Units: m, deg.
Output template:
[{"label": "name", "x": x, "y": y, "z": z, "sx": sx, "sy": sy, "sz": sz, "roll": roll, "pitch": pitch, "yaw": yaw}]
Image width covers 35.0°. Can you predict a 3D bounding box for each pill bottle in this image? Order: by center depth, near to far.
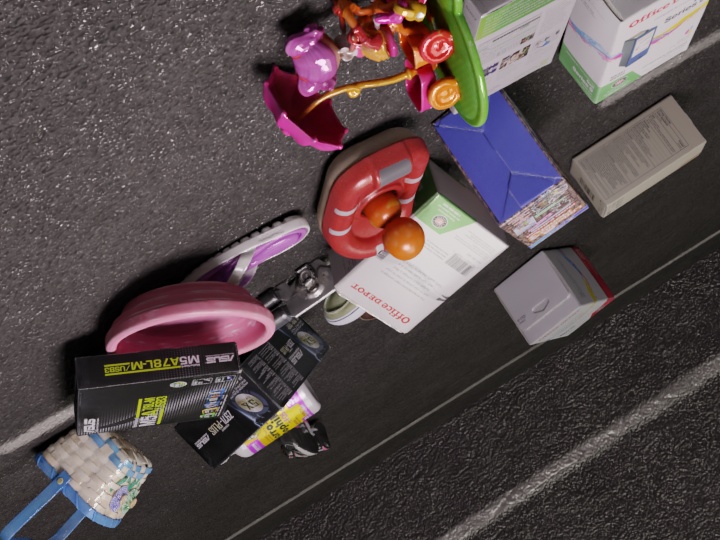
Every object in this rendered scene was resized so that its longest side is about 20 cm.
[{"label": "pill bottle", "x": -0.173, "y": 0.241, "z": 1.898, "sx": 0.199, "sy": 0.105, "sz": 0.104, "roll": -34, "pitch": 164, "yaw": 0}]

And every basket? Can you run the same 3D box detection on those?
[{"label": "basket", "x": -0.402, "y": 0.313, "z": 1.604, "sx": 0.200, "sy": 0.139, "sz": 0.176, "roll": -43, "pitch": 165, "yaw": -4}]

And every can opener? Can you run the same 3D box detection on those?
[{"label": "can opener", "x": -0.115, "y": 0.058, "z": 1.583, "sx": 0.199, "sy": 0.054, "sz": 0.067, "roll": -35, "pitch": 163, "yaw": 7}]

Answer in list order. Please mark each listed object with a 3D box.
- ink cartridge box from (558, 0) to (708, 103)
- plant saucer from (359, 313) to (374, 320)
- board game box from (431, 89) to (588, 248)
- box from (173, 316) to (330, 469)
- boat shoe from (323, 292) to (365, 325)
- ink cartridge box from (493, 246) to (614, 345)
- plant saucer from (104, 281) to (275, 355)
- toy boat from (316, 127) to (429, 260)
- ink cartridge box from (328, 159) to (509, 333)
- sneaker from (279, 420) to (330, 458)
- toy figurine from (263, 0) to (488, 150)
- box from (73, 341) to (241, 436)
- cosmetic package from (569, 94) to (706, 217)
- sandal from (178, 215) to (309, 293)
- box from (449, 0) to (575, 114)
[{"label": "ink cartridge box", "x": 0.324, "y": -0.303, "z": 1.337, "sx": 0.145, "sy": 0.088, "sz": 0.200, "roll": -31, "pitch": 162, "yaw": -8}, {"label": "plant saucer", "x": 0.074, "y": 0.010, "z": 1.841, "sx": 0.199, "sy": 0.035, "sz": 0.200, "roll": -31, "pitch": 163, "yaw": -11}, {"label": "board game box", "x": 0.194, "y": -0.131, "z": 1.447, "sx": 0.097, "sy": 0.160, "sz": 0.200, "roll": -36, "pitch": 163, "yaw": 12}, {"label": "box", "x": -0.153, "y": 0.169, "z": 1.653, "sx": 0.164, "sy": 0.086, "sz": 0.200, "roll": -44, "pitch": -177, "yaw": 29}, {"label": "boat shoe", "x": 0.000, "y": 0.000, "z": 1.641, "sx": 0.062, "sy": 0.072, "sz": 0.200, "roll": 13, "pitch": 127, "yaw": -42}, {"label": "ink cartridge box", "x": 0.407, "y": 0.050, "z": 2.389, "sx": 0.145, "sy": 0.145, "sz": 0.199, "roll": -41, "pitch": 162, "yaw": 27}, {"label": "plant saucer", "x": -0.202, "y": 0.062, "z": 1.345, "sx": 0.199, "sy": 0.051, "sz": 0.201, "roll": -9, "pitch": 161, "yaw": -3}, {"label": "toy boat", "x": 0.030, "y": -0.068, "z": 1.361, "sx": 0.130, "sy": 0.131, "sz": 0.200, "roll": -27, "pitch": 162, "yaw": -19}, {"label": "ink cartridge box", "x": 0.074, "y": -0.028, "z": 1.531, "sx": 0.146, "sy": 0.085, "sz": 0.200, "roll": 34, "pitch": 117, "yaw": -33}, {"label": "sneaker", "x": -0.132, "y": 0.365, "z": 2.388, "sx": 0.086, "sy": 0.081, "sz": 0.200, "roll": -26, "pitch": 160, "yaw": 11}, {"label": "toy figurine", "x": 0.000, "y": -0.187, "z": 1.021, "sx": 0.183, "sy": 0.151, "sz": 0.201, "roll": -22, "pitch": 140, "yaw": -6}, {"label": "box", "x": -0.256, "y": 0.148, "z": 1.408, "sx": 0.192, "sy": 0.048, "sz": 0.200, "roll": -7, "pitch": 159, "yaw": -18}, {"label": "cosmetic package", "x": 0.457, "y": -0.188, "z": 1.889, "sx": 0.199, "sy": 0.106, "sz": 0.071, "roll": -31, "pitch": 165, "yaw": -2}, {"label": "sandal", "x": -0.145, "y": 0.002, "z": 1.373, "sx": 0.202, "sy": 0.050, "sz": 0.082, "roll": -34, "pitch": 163, "yaw": 1}, {"label": "box", "x": 0.165, "y": -0.262, "z": 1.246, "sx": 0.144, "sy": 0.036, "sz": 0.200, "roll": -29, "pitch": 164, "yaw": -15}]
